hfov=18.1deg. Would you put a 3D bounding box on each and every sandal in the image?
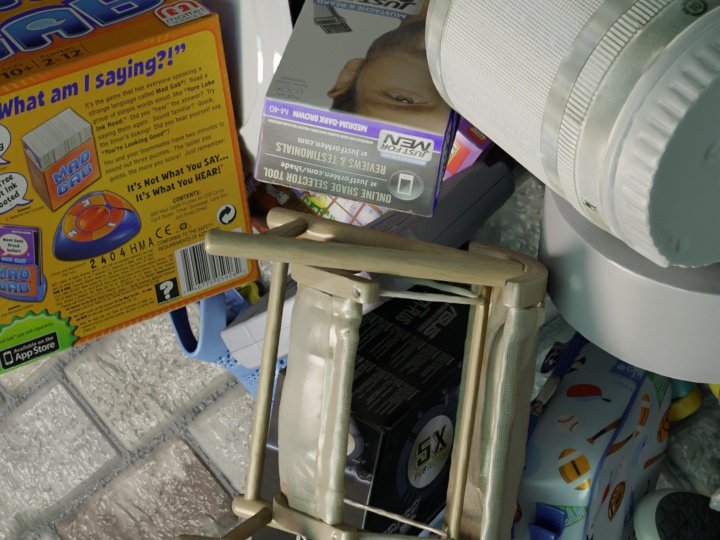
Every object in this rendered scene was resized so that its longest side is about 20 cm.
[{"bbox_3d":[-0.103,0.043,1.678,0.200,0.087,0.079,50,134,-4],"label":"sandal"}]

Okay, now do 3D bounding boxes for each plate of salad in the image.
[{"bbox_3d":[-0.073,-0.164,1.502,0.200,0.048,0.202,170,90,-69],"label":"plate of salad"}]

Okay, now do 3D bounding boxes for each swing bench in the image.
[{"bbox_3d":[0.010,0.081,1.333,0.199,0.130,0.200,10,101,15],"label":"swing bench"}]

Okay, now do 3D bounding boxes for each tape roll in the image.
[{"bbox_3d":[0.204,-0.023,1.312,0.199,0.200,0.066,24,133,23],"label":"tape roll"}]

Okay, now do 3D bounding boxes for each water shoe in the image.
[{"bbox_3d":[0.229,0.205,1.485,0.079,0.072,0.200,-16,142,43],"label":"water shoe"}]

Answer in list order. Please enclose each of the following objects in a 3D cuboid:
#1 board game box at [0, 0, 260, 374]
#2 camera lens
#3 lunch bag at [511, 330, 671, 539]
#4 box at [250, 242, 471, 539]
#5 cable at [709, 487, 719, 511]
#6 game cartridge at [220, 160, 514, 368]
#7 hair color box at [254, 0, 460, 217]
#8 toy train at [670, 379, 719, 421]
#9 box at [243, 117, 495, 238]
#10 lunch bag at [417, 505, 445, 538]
[{"bbox_3d":[-0.210,-0.087,1.539,0.200,0.199,0.201,41,145,52],"label":"board game box"},{"bbox_3d":[0.145,-0.115,1.240,0.200,0.159,0.161,42,140,38],"label":"camera lens"},{"bbox_3d":[0.135,0.141,1.428,0.075,0.160,0.201,16,133,21],"label":"lunch bag"},{"bbox_3d":[0.024,0.097,1.533,0.086,0.200,0.165,29,132,21],"label":"box"},{"bbox_3d":[0.329,0.178,1.374,0.199,0.070,0.200,18,164,-22],"label":"cable"},{"bbox_3d":[0.000,0.000,1.478,0.200,0.133,0.041,-29,95,45],"label":"game cartridge"},{"bbox_3d":[0.011,-0.120,1.376,0.108,0.201,0.065,12,128,4],"label":"hair color box"},{"bbox_3d":[0.229,0.113,1.489,0.199,0.056,0.151,22,130,24],"label":"toy train"},{"bbox_3d":[-0.002,-0.074,1.551,0.137,0.039,0.200,41,135,6],"label":"box"},{"bbox_3d":[0.063,0.197,1.606,0.199,0.151,0.095,-1,118,38],"label":"lunch bag"}]
